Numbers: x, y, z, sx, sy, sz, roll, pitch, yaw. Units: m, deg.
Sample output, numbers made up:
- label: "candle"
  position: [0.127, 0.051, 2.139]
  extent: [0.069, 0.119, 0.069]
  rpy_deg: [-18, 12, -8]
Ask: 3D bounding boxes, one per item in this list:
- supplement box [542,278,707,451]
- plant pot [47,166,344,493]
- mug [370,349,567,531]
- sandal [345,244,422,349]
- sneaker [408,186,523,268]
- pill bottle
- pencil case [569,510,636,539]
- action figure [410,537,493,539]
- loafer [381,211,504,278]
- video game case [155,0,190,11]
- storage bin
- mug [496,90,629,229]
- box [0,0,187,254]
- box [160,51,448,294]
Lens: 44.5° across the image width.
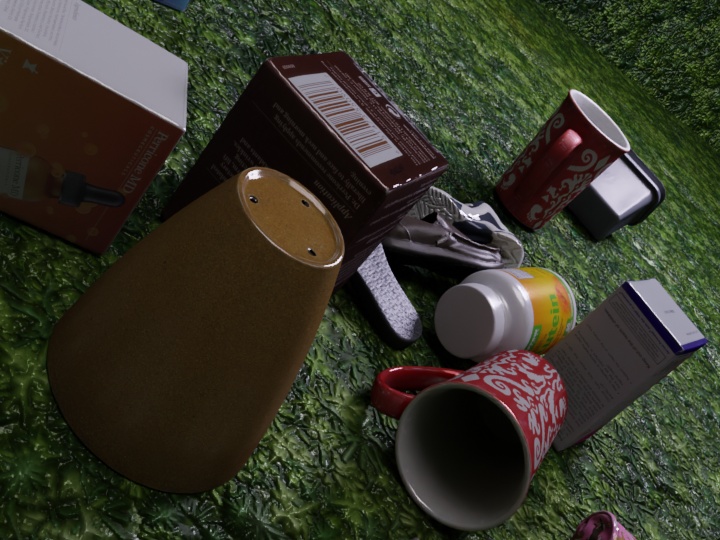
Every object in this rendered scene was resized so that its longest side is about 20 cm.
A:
- label: "supplement box"
  position: [0.296, 0.113, 1.056]
  extent: [0.100, 0.201, 0.104]
  rpy_deg: [-2, 50, -53]
- label: "plant pot"
  position: [-0.105, 0.026, 0.654]
  extent: [0.184, 0.201, 0.188]
  rpy_deg: [30, 30, -20]
- label: "mug"
  position: [0.120, 0.136, 0.877]
  extent: [0.179, 0.133, 0.199]
  rpy_deg: [52, 26, 11]
- label: "sandal"
  position: [0.000, 0.000, 0.998]
  extent: [0.075, 0.043, 0.203]
  rpy_deg: [-8, 67, -47]
- label: "sneaker"
  position: [0.131, -0.064, 1.214]
  extent: [0.195, 0.081, 0.130]
  rpy_deg: [22, 12, 0]
- label: "pill bottle"
  position: [0.175, 0.055, 1.068]
  extent: [0.198, 0.111, 0.112]
  rpy_deg: [-3, 52, -53]
- label: "pencil case"
  position: [0.294, 0.333, 0.893]
  extent: [0.199, 0.086, 0.083]
  rpy_deg: [41, 60, -5]
- label: "action figure"
  position: [0.035, 0.257, 0.639]
  extent: [0.201, 0.105, 0.193]
  rpy_deg: [48, 19, 3]
- label: "loafer"
  position: [0.100, -0.038, 1.092]
  extent: [0.196, 0.072, 0.073]
  rpy_deg: [13, 75, -32]
- label: "video game case"
  position: [-0.325, -0.440, 1.140]
  extent: [0.197, 0.045, 0.184]
  rpy_deg: [10, 45, -46]
- label: "storage bin"
  position: [0.463, -0.159, 1.716]
  extent: [0.133, 0.146, 0.201]
  rpy_deg: [-30, 74, -32]
- label: "mug"
  position: [0.312, -0.181, 1.446]
  extent: [0.175, 0.200, 0.135]
  rpy_deg: [12, 41, -43]
- label: "box"
  position: [-0.260, -0.134, 0.711]
  extent: [0.197, 0.153, 0.108]
  rpy_deg: [26, 32, -28]
- label: "box"
  position: [-0.052, -0.081, 0.859]
  extent: [0.166, 0.200, 0.164]
  rpy_deg: [47, 29, 6]
